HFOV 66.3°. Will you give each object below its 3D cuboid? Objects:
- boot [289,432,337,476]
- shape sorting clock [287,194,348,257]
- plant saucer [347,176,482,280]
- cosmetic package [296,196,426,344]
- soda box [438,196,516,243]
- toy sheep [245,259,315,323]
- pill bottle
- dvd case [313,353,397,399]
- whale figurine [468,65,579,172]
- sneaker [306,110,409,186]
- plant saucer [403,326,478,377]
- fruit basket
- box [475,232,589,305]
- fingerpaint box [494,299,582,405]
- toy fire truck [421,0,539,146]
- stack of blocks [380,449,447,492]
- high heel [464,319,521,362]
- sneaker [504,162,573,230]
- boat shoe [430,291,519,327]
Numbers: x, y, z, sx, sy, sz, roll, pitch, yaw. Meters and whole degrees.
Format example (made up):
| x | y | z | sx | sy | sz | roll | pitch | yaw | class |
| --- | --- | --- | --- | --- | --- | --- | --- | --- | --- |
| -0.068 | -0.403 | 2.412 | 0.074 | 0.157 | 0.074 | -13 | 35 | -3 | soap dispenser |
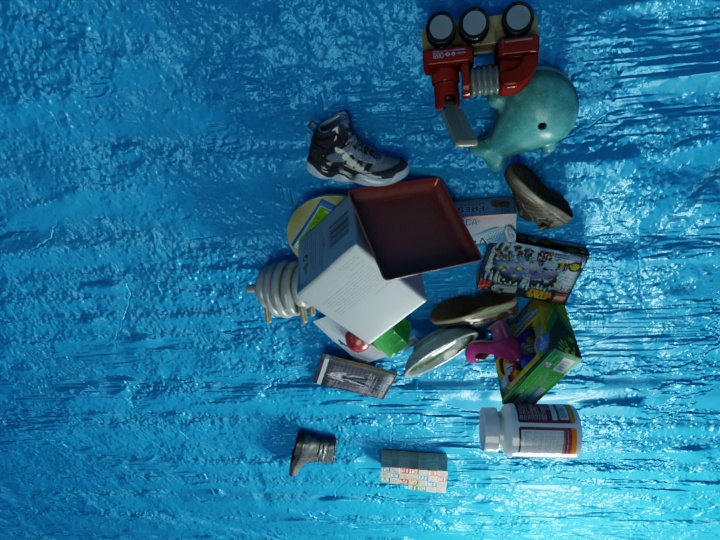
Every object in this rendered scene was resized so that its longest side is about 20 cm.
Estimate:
| x | y | z | sx | sy | sz | roll | pitch | yaw | class |
| --- | --- | --- | --- | --- | --- | --- | --- | --- | --- |
| -0.143 | 0.571 | 1.671 | 0.129 | 0.071 | 0.202 | 12 | 133 | -8 | boot |
| -0.055 | -0.077 | 1.157 | 0.196 | 0.040 | 0.202 | -3 | 130 | -3 | shape sorting clock |
| 0.094 | -0.074 | 1.005 | 0.196 | 0.202 | 0.037 | -11 | 149 | -20 | plant saucer |
| 0.000 | 0.000 | 1.091 | 0.166 | 0.169 | 0.199 | -39 | 122 | 24 | cosmetic package |
| 0.206 | -0.095 | 1.092 | 0.196 | 0.064 | 0.069 | -3 | 128 | 11 | soda box |
| -0.166 | 0.044 | 1.214 | 0.196 | 0.139 | 0.139 | -3 | 129 | 16 | toy sheep |
| 0.357 | 0.339 | 1.173 | 0.196 | 0.110 | 0.111 | 0 | 129 | 4 | pill bottle |
| -0.016 | 0.277 | 1.430 | 0.196 | 0.016 | 0.150 | 14 | 142 | -4 | dvd case |
| 0.276 | -0.243 | 0.939 | 0.158 | 0.105 | 0.200 | 34 | 128 | -19 | whale figurine |
| -0.006 | -0.223 | 1.010 | 0.196 | 0.076 | 0.115 | 6 | 132 | 6 | sneaker |
| 0.178 | 0.179 | 1.281 | 0.198 | 0.051 | 0.201 | -25 | 157 | -11 | plant saucer |
| 0.015 | 0.143 | 1.308 | 0.198 | 0.095 | 0.185 | -22 | 124 | 42 | fruit basket |
| 0.356 | -0.005 | 1.158 | 0.196 | 0.040 | 0.138 | 10 | 130 | 0 | box |
| 0.380 | 0.181 | 1.220 | 0.072 | 0.168 | 0.201 | 19 | 130 | -12 | fingerpaint box |
| 0.184 | -0.288 | 0.843 | 0.173 | 0.129 | 0.204 | -3 | 94 | 10 | toy fire truck |
| 0.160 | 0.602 | 1.655 | 0.196 | 0.059 | 0.117 | 3 | 129 | 6 | stack of blocks |
| 0.299 | 0.197 | 1.264 | 0.066 | 0.097 | 0.201 | -10 | 153 | -16 | high heel |
| 0.316 | -0.125 | 1.025 | 0.198 | 0.071 | 0.075 | 26 | 135 | -34 | sneaker |
| 0.257 | 0.099 | 1.238 | 0.197 | 0.073 | 0.073 | -17 | 124 | 12 | boat shoe |
